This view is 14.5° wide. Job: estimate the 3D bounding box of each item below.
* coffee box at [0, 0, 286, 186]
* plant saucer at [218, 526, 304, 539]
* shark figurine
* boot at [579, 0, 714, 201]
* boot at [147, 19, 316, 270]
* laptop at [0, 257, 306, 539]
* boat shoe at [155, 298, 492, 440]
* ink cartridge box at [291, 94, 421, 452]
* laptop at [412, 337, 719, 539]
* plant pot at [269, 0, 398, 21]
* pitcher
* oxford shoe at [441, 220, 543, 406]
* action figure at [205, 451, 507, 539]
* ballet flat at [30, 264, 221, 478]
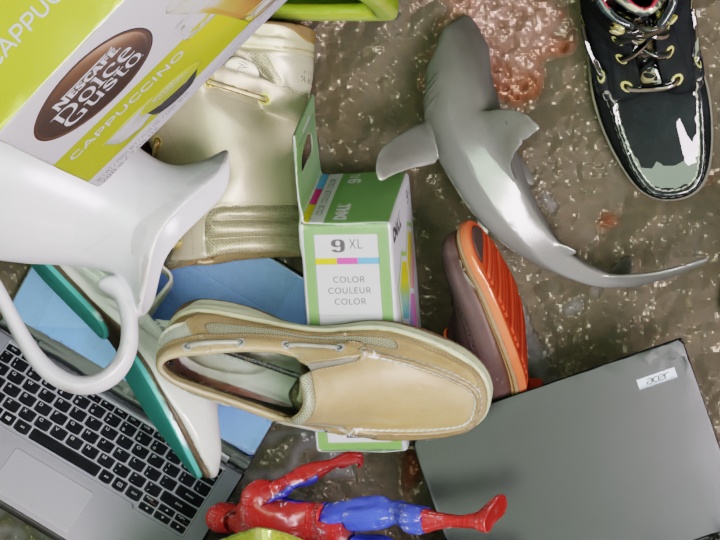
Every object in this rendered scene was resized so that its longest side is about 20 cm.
[{"bbox_3d":[-0.161,-0.191,1.490,0.200,0.198,0.200,-45,79,3],"label":"coffee box"},{"bbox_3d":[-0.046,0.225,1.696,0.199,0.199,0.048,24,58,-34],"label":"plant saucer"},{"bbox_3d":[0.102,-0.057,1.706,0.215,0.128,0.089,52,141,3],"label":"shark figurine"},{"bbox_3d":[0.166,-0.136,1.683,0.073,0.154,0.205,-10,95,7],"label":"boot"},{"bbox_3d":[-0.128,-0.079,1.757,0.199,0.073,0.156,1,89,0],"label":"boot"},{"bbox_3d":[-0.146,0.065,1.762,0.187,0.200,0.116,30,132,2],"label":"laptop"},{"bbox_3d":[-0.023,0.069,1.652,0.199,0.076,0.072,7,109,6],"label":"boat shoe"},{"bbox_3d":[0.000,0.000,1.722,0.059,0.104,0.201,-2,108,8],"label":"ink cartridge box"},{"bbox_3d":[0.148,0.158,1.743,0.176,0.200,0.104,-19,56,8],"label":"laptop"},{"bbox_3d":[-0.080,-0.247,1.681,0.198,0.200,0.183,1,89,7],"label":"plant pot"},{"bbox_3d":[-0.199,-0.034,1.673,0.199,0.121,0.172,25,76,3],"label":"pitcher"},{"bbox_3d":[0.069,0.059,1.726,0.072,0.071,0.201,-9,123,10],"label":"oxford shoe"},{"bbox_3d":[0.005,0.148,1.709,0.199,0.099,0.066,2,108,26],"label":"action figure"},{"bbox_3d":[-0.131,0.034,1.734,0.069,0.069,0.200,-40,77,9],"label":"ballet flat"}]
